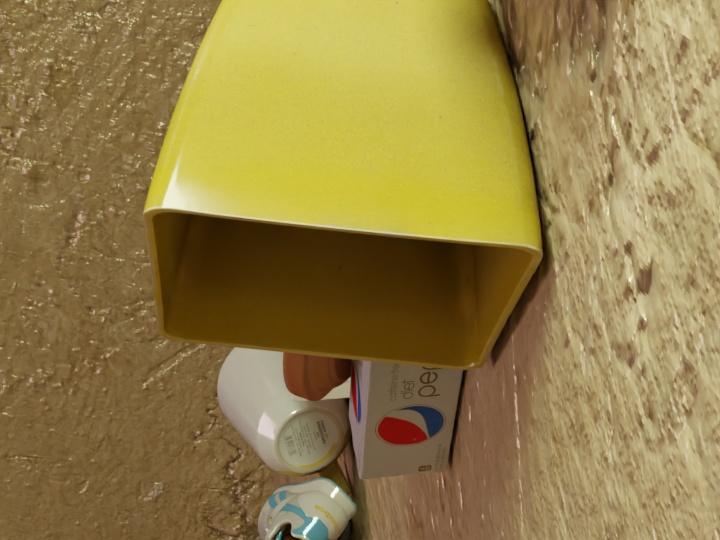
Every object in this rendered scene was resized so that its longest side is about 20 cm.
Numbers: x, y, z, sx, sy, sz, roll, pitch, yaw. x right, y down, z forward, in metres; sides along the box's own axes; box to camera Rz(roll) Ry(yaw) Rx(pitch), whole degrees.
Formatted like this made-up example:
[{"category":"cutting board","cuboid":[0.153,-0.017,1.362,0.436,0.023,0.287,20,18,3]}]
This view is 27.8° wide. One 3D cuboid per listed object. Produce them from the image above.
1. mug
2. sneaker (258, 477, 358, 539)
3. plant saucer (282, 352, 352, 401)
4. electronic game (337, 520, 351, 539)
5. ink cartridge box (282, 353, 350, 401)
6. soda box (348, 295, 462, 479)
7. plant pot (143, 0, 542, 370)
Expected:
[{"category":"mug","cuboid":[-0.064,0.170,1.706,0.150,0.186,0.153,-60,26,10]},{"category":"sneaker","cuboid":[-0.079,0.295,1.666,0.077,0.081,0.200,45,150,-3]},{"category":"plant saucer","cuboid":[0.000,0.000,1.048,0.200,0.032,0.202,21,-90,-77]},{"category":"electronic game","cuboid":[-0.079,0.369,1.739,0.042,0.200,0.200,41,167,3]},{"category":"ink cartridge box","cuboid":[-0.041,0.012,1.479,0.146,0.084,0.201,-105,13,-53]},{"category":"soda box","cuboid":[0.031,0.063,1.008,0.201,0.068,0.064,94,169,-49]},{"category":"plant pot","cuboid":[-0.010,-0.065,0.829,0.200,0.198,0.178,104,171,-68]}]
